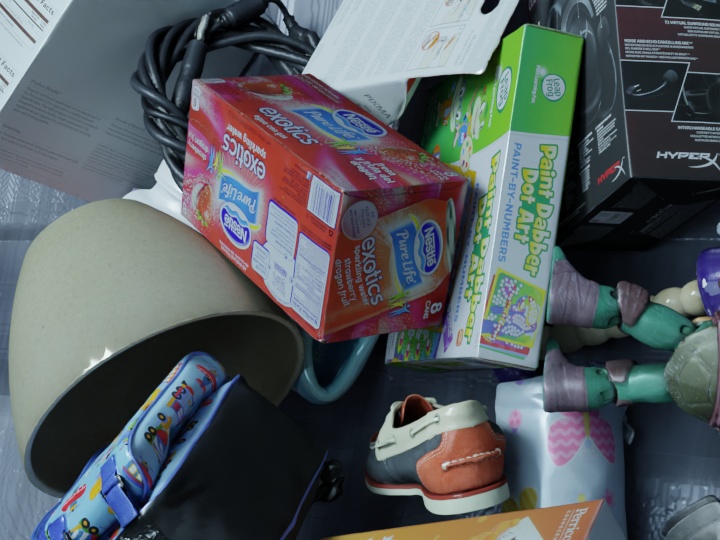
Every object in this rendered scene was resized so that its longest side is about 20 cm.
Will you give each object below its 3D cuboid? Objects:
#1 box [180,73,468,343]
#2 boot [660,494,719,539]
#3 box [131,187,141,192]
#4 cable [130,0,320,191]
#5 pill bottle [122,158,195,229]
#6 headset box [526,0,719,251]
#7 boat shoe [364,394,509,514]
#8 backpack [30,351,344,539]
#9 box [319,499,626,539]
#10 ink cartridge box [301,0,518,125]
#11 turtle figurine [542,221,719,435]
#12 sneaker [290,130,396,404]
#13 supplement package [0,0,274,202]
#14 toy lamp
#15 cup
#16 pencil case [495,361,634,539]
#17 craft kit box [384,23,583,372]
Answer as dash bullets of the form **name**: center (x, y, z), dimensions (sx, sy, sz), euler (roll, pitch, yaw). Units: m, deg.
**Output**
- **box**: center (-0.030, -0.047, 0.946), dimensions (0.200, 0.095, 0.101), euler (38, 127, 48)
- **boot**: center (0.266, 0.165, 0.829), dimensions (0.198, 0.070, 0.133), euler (-22, 62, 25)
- **box**: center (-0.211, 0.030, 1.218), dimensions (0.041, 0.039, 0.201), euler (38, 102, 36)
- **cable**: center (-0.075, -0.110, 1.091), dimensions (0.202, 0.162, 0.051), euler (63, 149, 15)
- **pill bottle**: center (-0.157, 0.013, 1.139), dimensions (0.112, 0.112, 0.201), euler (37, 101, 35)
- **headset box**: center (0.163, -0.128, 0.917), dimensions (0.149, 0.076, 0.203), euler (129, 141, -70)
- **boat shoe**: center (0.043, 0.110, 0.944), dimensions (0.070, 0.200, 0.063), euler (-15, 91, -12)
- **backpack**: center (-0.127, 0.175, 0.911), dimensions (0.134, 0.183, 0.200), euler (41, 119, -4)
- **box**: center (0.049, 0.212, 0.809), dimensions (0.198, 0.125, 0.098), euler (-15, 113, 35)
- **ink cartridge box**: center (0.057, -0.176, 1.011), dimensions (0.199, 0.050, 0.163), euler (3, 59, 49)
- **turtle figurine**: center (0.202, 0.043, 0.831), dimensions (0.197, 0.101, 0.152), euler (4, 105, 8)
- **sneaker**: center (0.000, 0.000, 1.038), dimensions (0.082, 0.073, 0.203), euler (-144, 66, -71)
- **supplement package**: center (-0.217, -0.181, 1.178), dimensions (0.201, 0.190, 0.147), euler (-53, 54, 12)
- **toy lamp**: center (0.175, 0.029, 0.932), dimensions (0.198, 0.058, 0.059), euler (-21, 68, 33)
- **cup**: center (-0.155, 0.037, 1.004), dimensions (0.200, 0.199, 0.144), euler (-42, 60, 20)
- **pencil case**: center (0.129, 0.161, 0.914), dimensions (0.083, 0.090, 0.203), euler (-15, 70, 46)
- **craft kit box**: center (0.075, -0.036, 0.957), dimensions (0.197, 0.048, 0.203), euler (165, 115, -72)
